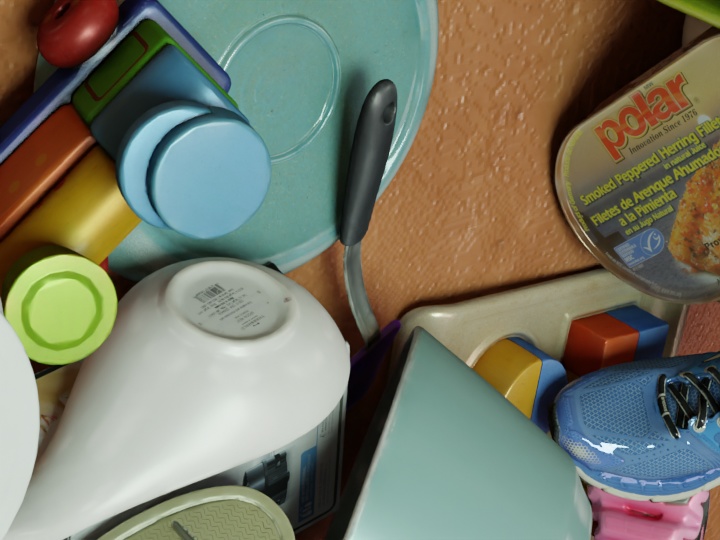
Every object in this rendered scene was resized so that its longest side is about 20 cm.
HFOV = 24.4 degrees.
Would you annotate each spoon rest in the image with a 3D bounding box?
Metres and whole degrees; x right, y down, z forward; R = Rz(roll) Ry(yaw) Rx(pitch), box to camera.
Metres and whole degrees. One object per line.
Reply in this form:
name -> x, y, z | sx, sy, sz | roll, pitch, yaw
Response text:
spoon rest -> -0.085, 0.050, 0.625 | 0.199, 0.099, 0.061 | -27, 143, -45

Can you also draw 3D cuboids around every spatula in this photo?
spatula -> 0.000, 0.000, 0.740 | 0.056, 0.020, 0.201 | -41, 146, -40

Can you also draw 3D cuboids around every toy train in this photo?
toy train -> -0.119, 0.000, 0.584 | 0.200, 0.116, 0.085 | -45, 122, 1

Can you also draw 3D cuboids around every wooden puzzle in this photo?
wooden puzzle -> 0.096, 0.095, 0.890 | 0.199, 0.046, 0.187 | -9, 119, -37

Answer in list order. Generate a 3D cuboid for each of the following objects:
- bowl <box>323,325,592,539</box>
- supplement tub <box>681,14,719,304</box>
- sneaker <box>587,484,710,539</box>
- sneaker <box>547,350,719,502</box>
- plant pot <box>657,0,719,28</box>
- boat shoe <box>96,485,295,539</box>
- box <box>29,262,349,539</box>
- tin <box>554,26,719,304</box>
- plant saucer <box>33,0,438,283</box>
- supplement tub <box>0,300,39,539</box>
bowl -> 0.035, 0.136, 0.743 | 0.104, 0.201, 0.202 | 21, 103, 0
supplement tub -> 0.237, -0.080, 0.841 | 0.144, 0.144, 0.201 | -30, 130, -23
sneaker -> 0.147, 0.173, 0.885 | 0.202, 0.078, 0.095 | -71, 157, -12
sneaker -> 0.190, 0.059, 0.820 | 0.198, 0.079, 0.089 | -7, 148, -4
plant pot -> 0.135, -0.207, 0.652 | 0.181, 0.198, 0.201 | 30, 93, -51
boat shoe -> -0.107, 0.164, 0.657 | 0.200, 0.075, 0.068 | -44, 175, -15
box -> -0.102, 0.092, 0.694 | 0.199, 0.060, 0.117 | -25, 142, -28
tin -> 0.170, -0.053, 0.778 | 0.112, 0.200, 0.042 | 46, 56, -8
plant saucer -> -0.040, -0.078, 0.692 | 0.199, 0.027, 0.202 | -21, 125, -32
supplement tub -> -0.193, 0.012, 0.489 | 0.144, 0.200, 0.146 | -20, 125, -31
